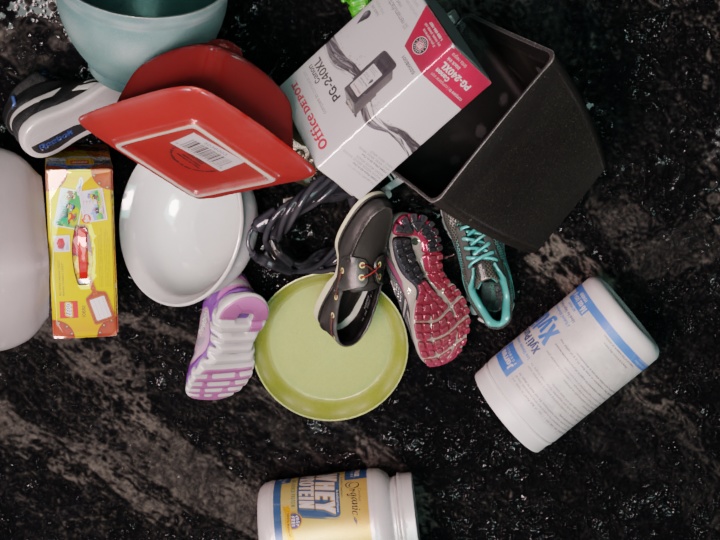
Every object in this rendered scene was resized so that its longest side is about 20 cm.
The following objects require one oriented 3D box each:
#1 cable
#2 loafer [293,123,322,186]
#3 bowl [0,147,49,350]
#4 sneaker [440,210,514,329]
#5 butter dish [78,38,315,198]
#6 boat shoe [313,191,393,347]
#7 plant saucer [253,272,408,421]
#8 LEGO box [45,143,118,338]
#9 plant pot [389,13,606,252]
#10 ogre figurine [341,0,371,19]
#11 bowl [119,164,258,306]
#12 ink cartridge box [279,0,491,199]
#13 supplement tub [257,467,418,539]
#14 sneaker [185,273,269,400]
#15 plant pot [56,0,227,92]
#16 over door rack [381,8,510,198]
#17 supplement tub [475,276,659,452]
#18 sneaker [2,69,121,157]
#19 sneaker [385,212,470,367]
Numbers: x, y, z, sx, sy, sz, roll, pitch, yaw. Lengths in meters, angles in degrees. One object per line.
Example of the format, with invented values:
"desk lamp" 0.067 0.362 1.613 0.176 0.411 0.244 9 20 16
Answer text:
"cable" -0.043 -0.058 1.517 0.163 0.200 0.051 -46 62 12
"loafer" -0.095 -0.150 1.534 0.199 0.067 0.076 29 103 -10
"bowl" -0.406 -0.025 1.495 0.074 0.201 0.200 -3 147 -17
"sneaker" 0.151 -0.018 1.562 0.077 0.091 0.201 -19 106 5
"butter dish" -0.162 -0.179 1.367 0.198 0.149 0.200 -7 152 40
"boat shoe" 0.002 0.000 1.525 0.073 0.063 0.202 -5 128 -36
"plant saucer" -0.039 0.094 1.630 0.198 0.031 0.202 0 107 0
"LEGO box" -0.333 -0.039 1.522 0.077 0.149 0.202 -2 107 -12
"plant pot" 0.155 -0.138 1.430 0.177 0.200 0.200 37 93 -33
"ogre figurine" -0.021 -0.389 1.434 0.098 0.120 0.201 -32 106 5
"bowl" -0.190 -0.056 1.532 0.200 0.090 0.203 -2 86 36
"ink cartridge box" 0.021 -0.200 1.390 0.200 0.146 0.083 -40 139 16
"supplement tub" -0.025 0.333 1.644 0.198 0.145 0.146 -8 107 2
"sneaker" -0.174 0.078 1.606 0.080 0.089 0.201 1 133 -28
"plant pot" -0.248 -0.285 1.444 0.199 0.201 0.135 9 133 -3
"over door rack" 0.070 -0.195 1.521 0.199 0.067 0.148 -33 105 10
"supplement tub" 0.256 0.115 1.582 0.200 0.132 0.132 -40 103 11
"sneaker" -0.330 -0.213 1.517 0.199 0.112 0.073 -24 137 -24
"sneaker" 0.078 0.021 1.581 0.080 0.075 0.201 -19 103 -21
